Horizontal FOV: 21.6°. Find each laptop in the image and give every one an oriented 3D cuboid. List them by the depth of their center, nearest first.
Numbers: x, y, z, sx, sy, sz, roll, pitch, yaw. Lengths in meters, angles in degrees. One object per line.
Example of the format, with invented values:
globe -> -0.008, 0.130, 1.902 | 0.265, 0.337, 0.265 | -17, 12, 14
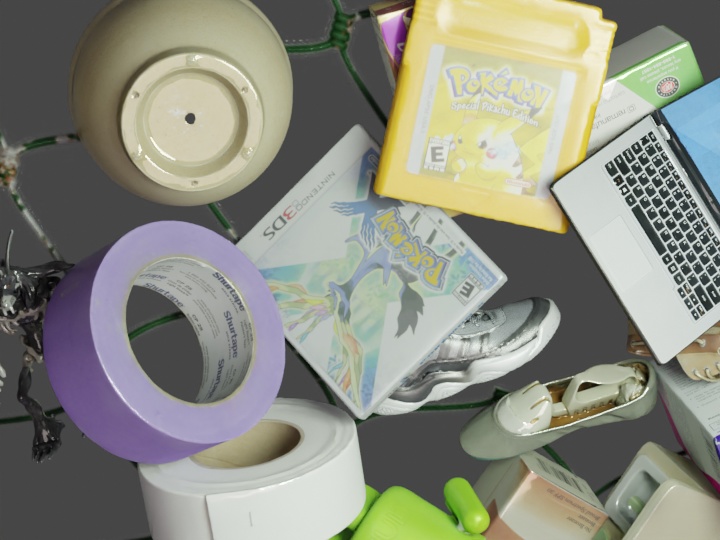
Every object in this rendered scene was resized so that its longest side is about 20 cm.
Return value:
laptop -> 0.305, -0.053, 1.622 | 0.200, 0.116, 0.187 | -35, 96, -23

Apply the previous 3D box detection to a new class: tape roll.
tape roll -> -0.170, 0.063, 1.649 | 0.200, 0.200, 0.085 | 41, 142, -19
tape roll -> -0.098, 0.186, 1.702 | 0.202, 0.202, 0.071 | -10, 109, -6

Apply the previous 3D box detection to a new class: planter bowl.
planter bowl -> -0.150, -0.140, 1.621 | 0.200, 0.135, 0.200 | -3, 109, -8

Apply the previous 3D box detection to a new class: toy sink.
toy sink -> 0.300, 0.253, 1.819 | 0.200, 0.112, 0.130 | 23, 104, -36

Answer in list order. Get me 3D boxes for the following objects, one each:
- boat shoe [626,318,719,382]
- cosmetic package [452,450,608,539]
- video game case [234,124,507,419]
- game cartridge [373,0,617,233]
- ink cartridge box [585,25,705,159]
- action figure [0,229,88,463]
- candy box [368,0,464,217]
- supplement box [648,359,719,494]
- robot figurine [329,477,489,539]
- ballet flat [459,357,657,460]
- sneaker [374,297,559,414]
boat shoe -> 0.327, 0.070, 1.744 | 0.076, 0.200, 0.072 | 20, 87, -40
cosmetic package -> 0.136, 0.277, 1.833 | 0.103, 0.087, 0.200 | 29, 101, -18
video game case -> 0.000, 0.000, 1.695 | 0.182, 0.022, 0.200 | -45, 74, 6
game cartridge -> 0.117, -0.146, 1.642 | 0.176, 0.032, 0.200 | 11, 103, -2
ink cartridge box -> 0.260, -0.099, 1.731 | 0.145, 0.084, 0.200 | -27, 110, 0
action figure -> -0.289, 0.068, 1.684 | 0.119, 0.102, 0.200 | -22, 114, -1
candy box -> 0.091, -0.158, 1.699 | 0.117, 0.056, 0.200 | -18, 111, -3
supplement box -> 0.357, 0.142, 1.767 | 0.103, 0.200, 0.101 | -25, 111, -3
robot figurine -> 0.055, 0.276, 1.734 | 0.200, 0.116, 0.176 | 31, 105, 12
ballet flat -> 0.188, 0.124, 1.799 | 0.200, 0.067, 0.064 | -14, 140, -10
sneaker -> 0.079, 0.049, 1.745 | 0.200, 0.075, 0.114 | -24, 113, 1
